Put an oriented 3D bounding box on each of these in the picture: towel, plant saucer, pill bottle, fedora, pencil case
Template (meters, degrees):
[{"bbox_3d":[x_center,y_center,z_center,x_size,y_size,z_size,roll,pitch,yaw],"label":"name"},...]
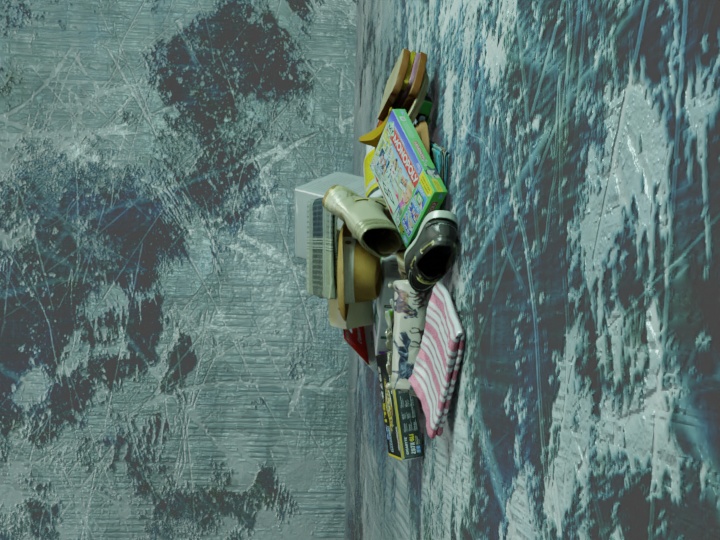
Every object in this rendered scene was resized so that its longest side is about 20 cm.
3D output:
[{"bbox_3d":[-0.073,-0.044,1.719,0.192,0.034,0.205,-172,82,-72],"label":"towel"},{"bbox_3d":[0.098,-0.173,1.577,0.200,0.037,0.205,-179,90,-87],"label":"plant saucer"},{"bbox_3d":[0.062,-0.192,1.776,0.116,0.111,0.203,97,172,-49],"label":"pill bottle"},{"bbox_3d":[0.118,0.139,1.342,0.147,0.029,0.204,-108,24,-59],"label":"towel"},{"bbox_3d":[0.000,0.000,1.639,0.201,0.080,0.206,1,-90,-87],"label":"fedora"},{"bbox_3d":[0.127,-0.149,1.515,0.200,0.021,0.150,-106,19,-75],"label":"towel"},{"bbox_3d":[0.093,0.120,1.498,0.089,0.076,0.205,16,-106,-67],"label":"pencil case"}]

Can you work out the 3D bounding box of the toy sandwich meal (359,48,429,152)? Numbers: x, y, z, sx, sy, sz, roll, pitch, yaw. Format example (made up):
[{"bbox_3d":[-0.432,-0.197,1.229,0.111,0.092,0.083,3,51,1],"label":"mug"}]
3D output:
[{"bbox_3d":[0.061,-0.312,1.598,0.207,0.069,0.206,-57,16,25],"label":"toy sandwich meal"}]

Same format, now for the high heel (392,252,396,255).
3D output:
[{"bbox_3d":[0.076,-0.068,1.823,0.097,0.066,0.204,107,164,-58],"label":"high heel"}]

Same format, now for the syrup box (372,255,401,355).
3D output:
[{"bbox_3d":[0.073,0.075,1.740,0.079,0.079,0.203,-96,10,-54],"label":"syrup box"}]

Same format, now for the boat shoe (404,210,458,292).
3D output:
[{"bbox_3d":[0.110,-0.015,1.374,0.202,0.070,0.062,104,171,-58],"label":"boat shoe"}]

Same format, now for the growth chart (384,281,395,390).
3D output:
[{"bbox_3d":[0.081,0.116,1.565,0.144,0.017,0.205,12,-103,-56],"label":"growth chart"}]

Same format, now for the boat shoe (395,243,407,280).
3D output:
[{"bbox_3d":[0.099,-0.009,1.552,0.200,0.070,0.067,-100,5,-82],"label":"boat shoe"}]

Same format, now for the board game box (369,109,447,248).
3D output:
[{"bbox_3d":[0.079,-0.160,1.479,0.136,0.029,0.202,114,143,-45],"label":"board game box"}]

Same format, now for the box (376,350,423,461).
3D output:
[{"bbox_3d":[0.075,0.261,1.668,0.160,0.048,0.205,127,136,-81],"label":"box"}]

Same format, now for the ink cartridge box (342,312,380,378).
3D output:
[{"bbox_3d":[0.028,0.151,1.870,0.174,0.043,0.201,50,-167,-21],"label":"ink cartridge box"}]

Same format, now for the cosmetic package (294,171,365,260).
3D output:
[{"bbox_3d":[-0.023,-0.109,1.917,0.166,0.197,0.170,-28,-54,-49],"label":"cosmetic package"}]

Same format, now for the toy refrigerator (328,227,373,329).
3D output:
[{"bbox_3d":[-0.026,0.013,1.782,0.069,0.075,0.205,8,104,53],"label":"toy refrigerator"}]

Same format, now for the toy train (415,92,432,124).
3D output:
[{"bbox_3d":[0.111,-0.330,1.680,0.201,0.041,0.058,-101,23,-68],"label":"toy train"}]

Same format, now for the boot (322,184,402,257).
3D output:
[{"bbox_3d":[0.038,-0.079,1.573,0.074,0.198,0.156,-56,45,13],"label":"boot"}]
